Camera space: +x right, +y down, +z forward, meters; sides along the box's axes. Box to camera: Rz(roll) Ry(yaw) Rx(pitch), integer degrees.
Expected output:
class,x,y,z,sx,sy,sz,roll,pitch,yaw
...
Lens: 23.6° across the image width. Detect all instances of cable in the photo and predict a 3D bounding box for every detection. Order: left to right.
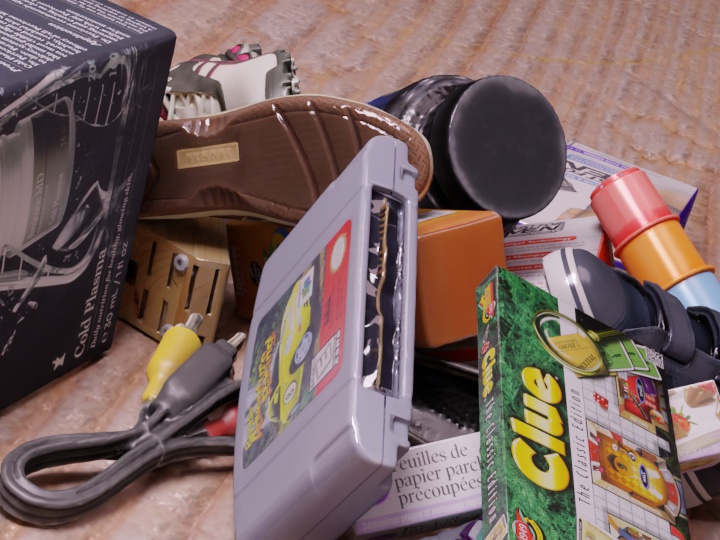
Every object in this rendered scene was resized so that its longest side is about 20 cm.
class,x,y,z,sx,sy,sz,roll,pitch,yaw
cable,-0.103,0.091,0.900,0.097,0.050,0.200,38,42,9

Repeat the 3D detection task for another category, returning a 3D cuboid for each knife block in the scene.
class,x,y,z,sx,sy,sz,roll,pitch,yaw
knife block,-0.116,-0.034,1.102,0.199,0.064,0.175,29,28,29

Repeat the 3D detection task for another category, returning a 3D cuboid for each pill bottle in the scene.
class,x,y,z,sx,sy,sz,roll,pitch,yaw
pill bottle,0.037,-0.059,1.081,0.111,0.113,0.200,-1,-7,-30

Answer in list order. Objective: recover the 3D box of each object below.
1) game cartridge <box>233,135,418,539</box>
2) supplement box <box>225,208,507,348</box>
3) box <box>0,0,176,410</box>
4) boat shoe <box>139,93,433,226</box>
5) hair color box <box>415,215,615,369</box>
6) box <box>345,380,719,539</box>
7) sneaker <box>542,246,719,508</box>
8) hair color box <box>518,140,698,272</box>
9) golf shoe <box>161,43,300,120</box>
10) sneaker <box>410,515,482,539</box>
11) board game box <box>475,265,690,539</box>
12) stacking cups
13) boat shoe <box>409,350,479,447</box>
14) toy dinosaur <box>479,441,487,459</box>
class,x,y,z,sx,sy,sz,roll,pitch,yaw
game cartridge,-0.019,0.044,0.864,0.041,0.133,0.201,19,47,-18
supplement box,0.000,0.000,1.003,0.068,0.067,0.200,-16,12,-32
box,-0.210,-0.036,0.888,0.123,0.201,0.196,25,26,20
boat shoe,-0.050,-0.062,0.992,0.201,0.075,0.075,3,1,19
hair color box,0.099,0.031,1.050,0.101,0.062,0.200,-6,21,16
box,0.087,0.098,0.869,0.199,0.041,0.039,-11,71,-9
sneaker,0.170,0.047,0.939,0.200,0.079,0.079,50,21,-38
hair color box,0.168,-0.026,1.249,0.109,0.065,0.200,22,27,13
golf shoe,-0.085,-0.100,1.103,0.087,0.078,0.200,-10,12,-13
sneaker,0.034,0.140,0.816,0.087,0.075,0.199,16,16,34
board game box,0.100,0.086,0.776,0.104,0.024,0.201,25,35,-17
stacking cups,0.200,0.031,1.050,0.060,0.061,0.201,-11,62,-44
boat shoe,0.069,0.090,0.921,0.200,0.061,0.072,14,57,7
toy dinosaur,0.118,0.162,0.790,0.200,0.047,0.088,41,19,-34
